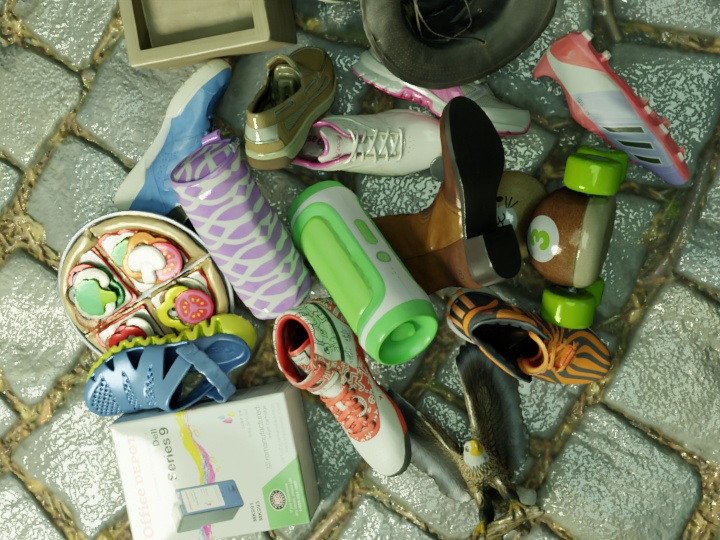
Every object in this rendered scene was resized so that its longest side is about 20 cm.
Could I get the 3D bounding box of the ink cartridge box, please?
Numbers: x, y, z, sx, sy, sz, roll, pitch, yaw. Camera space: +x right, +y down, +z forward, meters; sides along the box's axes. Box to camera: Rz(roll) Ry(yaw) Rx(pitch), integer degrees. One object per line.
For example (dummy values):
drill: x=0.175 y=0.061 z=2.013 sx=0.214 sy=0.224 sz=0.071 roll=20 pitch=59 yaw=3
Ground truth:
ink cartridge box: x=-0.156 y=0.211 z=1.221 sx=0.197 sy=0.088 sz=0.147 roll=-10 pitch=93 yaw=7

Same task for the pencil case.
pencil case: x=-0.121 y=-0.044 z=1.159 sx=0.083 sy=0.086 sz=0.201 roll=-17 pitch=123 yaw=14

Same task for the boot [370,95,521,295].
boot: x=0.071 y=-0.065 z=1.154 sx=0.068 sy=0.199 sz=0.190 roll=-21 pitch=94 yaw=-35

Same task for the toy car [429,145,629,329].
toy car: x=0.160 y=-0.052 z=1.154 sx=0.198 sy=0.158 sz=0.166 roll=12 pitch=105 yaw=15

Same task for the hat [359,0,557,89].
hat: x=0.092 y=-0.281 z=1.104 sx=0.198 sy=0.081 sz=0.203 roll=-3 pitch=121 yaw=-6

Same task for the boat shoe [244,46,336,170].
boat shoe: x=-0.070 y=-0.186 z=1.134 sx=0.071 sy=0.201 sz=0.077 roll=-2 pitch=128 yaw=13

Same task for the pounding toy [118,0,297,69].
pounding toy: x=-0.149 y=-0.327 z=1.177 sx=0.182 sy=0.142 sz=0.203 roll=-7 pitch=97 yaw=14

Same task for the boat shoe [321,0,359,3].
boat shoe: x=0.010 y=-0.309 z=1.144 sx=0.198 sy=0.067 sz=0.073 roll=5 pitch=87 yaw=-22

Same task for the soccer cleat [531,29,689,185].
soccer cleat: x=0.265 y=-0.162 z=1.177 sx=0.076 sy=0.067 sz=0.201 roll=-39 pitch=90 yaw=24

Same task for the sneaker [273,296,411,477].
sneaker: x=-0.024 y=0.126 z=1.150 sx=0.067 sy=0.108 sz=0.203 roll=-27 pitch=80 yaw=31

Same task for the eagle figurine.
eagle figurine: x=0.116 y=0.190 z=1.192 sx=0.150 sy=0.151 sz=0.201 roll=-6 pitch=55 yaw=-32

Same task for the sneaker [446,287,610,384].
sneaker: x=0.184 y=0.086 z=1.148 sx=0.198 sy=0.112 sz=0.078 roll=19 pitch=102 yaw=-18

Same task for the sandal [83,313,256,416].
sandal: x=-0.204 y=0.114 z=1.185 sx=0.198 sy=0.088 sz=0.080 roll=-21 pitch=133 yaw=12

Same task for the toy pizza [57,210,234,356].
toy pizza: x=-0.234 y=0.032 z=1.209 sx=0.197 sy=0.032 sz=0.202 roll=4 pitch=117 yaw=8

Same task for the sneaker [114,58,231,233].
sneaker: x=-0.170 y=-0.118 z=1.205 sx=0.111 sy=0.077 sz=0.201 roll=36 pitch=99 yaw=6

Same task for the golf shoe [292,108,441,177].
golf shoe: x=-0.001 y=-0.130 z=1.180 sx=0.197 sy=0.092 sz=0.076 roll=0 pitch=105 yaw=5

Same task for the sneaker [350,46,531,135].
sneaker: x=0.093 y=-0.204 z=1.175 sx=0.198 sy=0.081 sz=0.089 roll=26 pitch=97 yaw=2

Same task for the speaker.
speaker: x=0.000 y=0.000 z=1.151 sx=0.088 sy=0.088 sz=0.201 roll=-38 pitch=56 yaw=6
